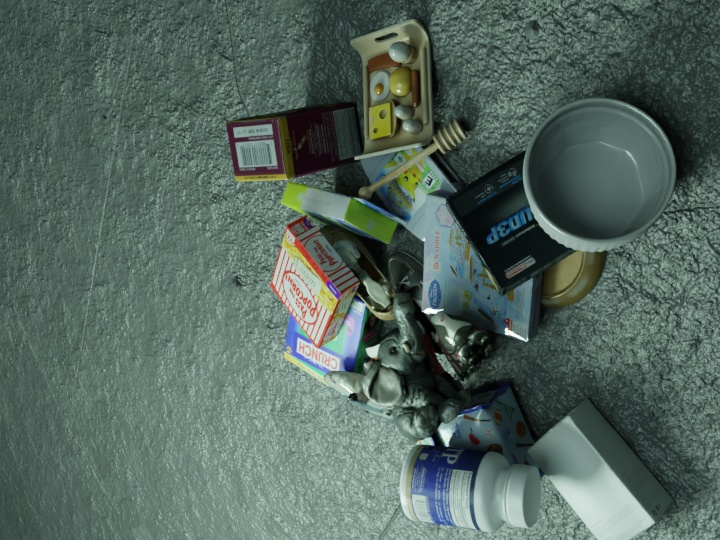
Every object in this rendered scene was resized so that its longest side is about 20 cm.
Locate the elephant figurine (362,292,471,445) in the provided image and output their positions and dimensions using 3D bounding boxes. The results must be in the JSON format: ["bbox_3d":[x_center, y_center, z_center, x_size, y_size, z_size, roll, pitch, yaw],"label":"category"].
[{"bbox_3d":[0.073,0.158,1.469,0.155,0.142,0.201,-39,85,1],"label":"elephant figurine"}]

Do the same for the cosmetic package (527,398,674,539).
[{"bbox_3d":[0.367,0.316,1.440,0.201,0.081,0.113,53,130,15],"label":"cosmetic package"}]

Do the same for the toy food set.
[{"bbox_3d":[0.042,-0.286,1.499,0.142,0.060,0.204,-7,81,41],"label":"toy food set"}]

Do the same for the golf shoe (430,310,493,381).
[{"bbox_3d":[0.161,0.115,1.498,0.088,0.077,0.200,38,168,18],"label":"golf shoe"}]

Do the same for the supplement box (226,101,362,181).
[{"bbox_3d":[-0.109,-0.219,1.584,0.129,0.199,0.105,2,106,39],"label":"supplement box"}]

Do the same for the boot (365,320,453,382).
[{"bbox_3d":[0.088,0.170,1.611,0.145,0.072,0.200,57,159,-4],"label":"boot"}]

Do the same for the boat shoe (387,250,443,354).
[{"bbox_3d":[0.103,0.054,1.592,0.201,0.057,0.067,55,131,12],"label":"boat shoe"}]

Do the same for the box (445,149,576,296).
[{"bbox_3d":[0.244,-0.083,1.344,0.198,0.046,0.160,-30,75,-1],"label":"box"}]

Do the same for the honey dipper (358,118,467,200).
[{"bbox_3d":[0.079,-0.173,1.493,0.198,0.038,0.038,-32,83,16],"label":"honey dipper"}]

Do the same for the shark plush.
[{"bbox_3d":[0.029,0.232,1.682,0.083,0.199,0.092,-27,42,45],"label":"shark plush"}]

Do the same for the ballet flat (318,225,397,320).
[{"bbox_3d":[0.000,0.000,1.573,0.071,0.065,0.200,-45,89,-2],"label":"ballet flat"}]

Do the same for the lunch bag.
[{"bbox_3d":[0.181,0.303,1.564,0.198,0.123,0.172,-22,91,42],"label":"lunch bag"}]

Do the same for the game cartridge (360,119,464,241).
[{"bbox_3d":[0.086,-0.151,1.554,0.201,0.040,0.134,52,134,15],"label":"game cartridge"}]

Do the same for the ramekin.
[{"bbox_3d":[0.317,-0.120,1.266,0.196,0.105,0.204,-1,76,6],"label":"ramekin"}]

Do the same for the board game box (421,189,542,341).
[{"bbox_3d":[0.191,-0.010,1.466,0.197,0.041,0.203,15,114,33],"label":"board game box"}]

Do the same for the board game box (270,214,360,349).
[{"bbox_3d":[-0.082,0.023,1.604,0.152,0.046,0.201,51,150,18],"label":"board game box"}]

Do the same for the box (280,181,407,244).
[{"bbox_3d":[-0.030,-0.098,1.587,0.199,0.121,0.048,19,86,47],"label":"box"}]

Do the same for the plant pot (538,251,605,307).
[{"bbox_3d":[0.279,-0.037,1.432,0.198,0.027,0.204,14,114,36],"label":"plant pot"}]

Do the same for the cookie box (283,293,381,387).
[{"bbox_3d":[-0.050,0.103,1.726,0.170,0.075,0.203,27,121,30],"label":"cookie box"}]

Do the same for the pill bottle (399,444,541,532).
[{"bbox_3d":[0.171,0.337,1.437,0.197,0.119,0.122,0,105,29],"label":"pill bottle"}]
